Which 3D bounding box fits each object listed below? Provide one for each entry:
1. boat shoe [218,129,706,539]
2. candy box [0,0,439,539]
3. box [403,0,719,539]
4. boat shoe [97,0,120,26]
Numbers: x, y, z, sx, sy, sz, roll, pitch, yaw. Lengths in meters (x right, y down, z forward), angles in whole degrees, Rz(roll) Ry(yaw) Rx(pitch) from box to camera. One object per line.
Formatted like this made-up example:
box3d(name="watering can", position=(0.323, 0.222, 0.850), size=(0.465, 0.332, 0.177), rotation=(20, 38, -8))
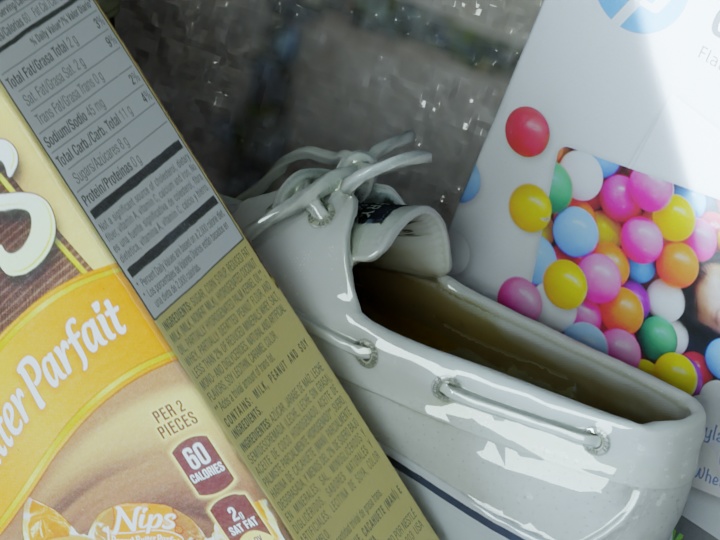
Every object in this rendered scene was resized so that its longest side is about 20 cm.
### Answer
box3d(name="boat shoe", position=(-0.002, 0.002, 0.714), size=(0.202, 0.075, 0.086), rotation=(32, 119, 21))
box3d(name="candy box", position=(-0.081, 0.019, 0.686), size=(0.115, 0.055, 0.200), rotation=(-26, 102, 33))
box3d(name="box", position=(0.094, 0.018, 0.723), size=(0.156, 0.041, 0.200), rotation=(34, 117, 22))
box3d(name="boat shoe", position=(-0.154, -0.066, 0.821), size=(0.200, 0.073, 0.065), rotation=(7, 106, 30))
